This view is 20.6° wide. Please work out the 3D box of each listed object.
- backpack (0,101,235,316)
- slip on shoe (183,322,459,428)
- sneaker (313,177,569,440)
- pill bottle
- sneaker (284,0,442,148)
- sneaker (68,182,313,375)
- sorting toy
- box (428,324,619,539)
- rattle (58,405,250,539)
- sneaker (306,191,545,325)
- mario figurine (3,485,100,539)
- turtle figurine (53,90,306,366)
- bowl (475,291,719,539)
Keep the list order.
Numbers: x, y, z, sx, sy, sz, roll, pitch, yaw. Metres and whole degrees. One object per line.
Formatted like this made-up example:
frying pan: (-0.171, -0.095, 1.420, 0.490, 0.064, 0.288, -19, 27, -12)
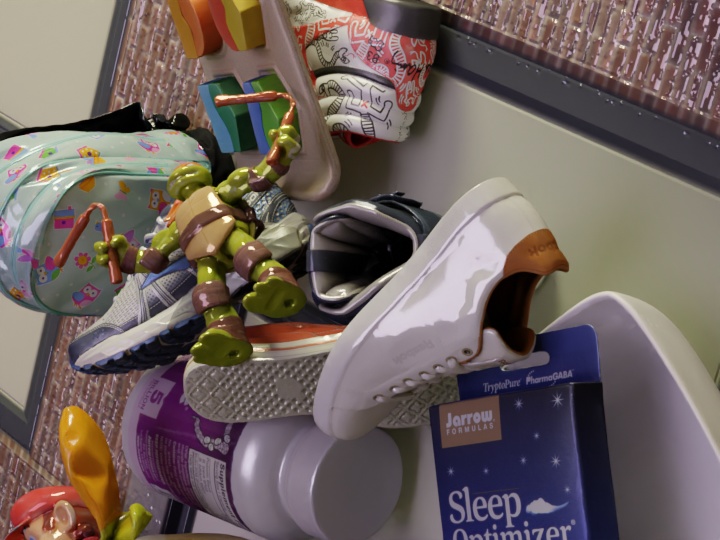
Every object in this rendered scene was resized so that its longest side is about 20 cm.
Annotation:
backpack: (-0.193, -0.037, 1.451, 0.127, 0.200, 0.167, 21, 104, 45)
slip on shoe: (-0.015, 0.061, 1.297, 0.200, 0.061, 0.074, -2, 120, 9)
sneaker: (0.046, 0.044, 1.166, 0.085, 0.073, 0.200, 50, 121, 23)
pill bottle: (-0.067, 0.125, 1.378, 0.200, 0.112, 0.112, 13, 100, 46)
sneaker: (-0.033, -0.148, 1.376, 0.201, 0.067, 0.108, 20, 102, 43)
sneaker: (-0.123, 0.003, 1.374, 0.200, 0.077, 0.085, -32, 73, 11)
sorting toy: (-0.084, -0.145, 1.377, 0.185, 0.036, 0.200, 8, 115, 67)
box: (0.096, 0.137, 1.155, 0.121, 0.032, 0.200, -14, 78, 47)
rattle: (-0.095, 0.165, 1.306, 0.200, 0.130, 0.143, -1, 83, 37)
sneaker: (0.000, -0.002, 1.284, 0.202, 0.146, 0.077, -15, 81, 48)
mario figurine: (-0.223, 0.253, 1.553, 0.200, 0.106, 0.123, 43, 122, 37)
turtle figurine: (-0.102, -0.014, 1.293, 0.200, 0.064, 0.161, -32, 51, 10)
bowl: (0.154, 0.133, 1.167, 0.200, 0.075, 0.200, -47, 58, 36)
